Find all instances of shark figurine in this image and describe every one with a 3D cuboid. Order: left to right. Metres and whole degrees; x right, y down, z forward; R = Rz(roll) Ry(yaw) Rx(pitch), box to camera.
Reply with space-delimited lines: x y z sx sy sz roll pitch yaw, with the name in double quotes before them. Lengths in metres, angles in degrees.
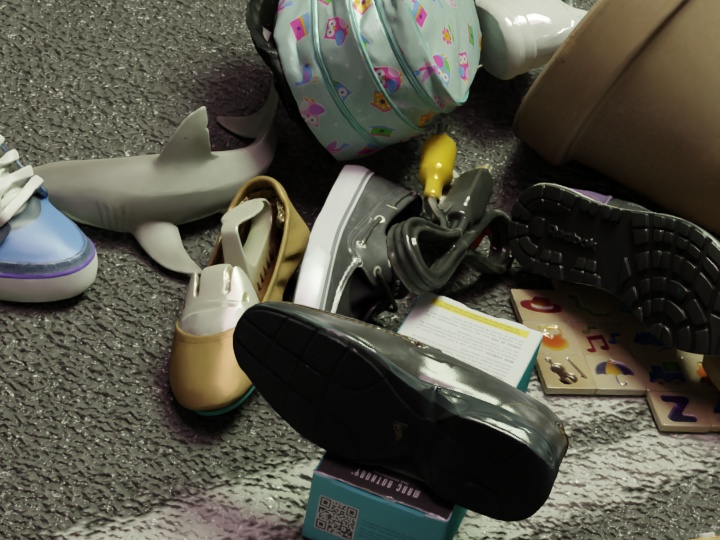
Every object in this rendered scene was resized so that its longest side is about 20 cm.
"shark figurine" -0.100 -0.079 1.799 0.214 0.090 0.128 -26 50 -39

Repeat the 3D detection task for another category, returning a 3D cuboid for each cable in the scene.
"cable" 0.051 -0.018 1.765 0.050 0.098 0.200 -15 19 24

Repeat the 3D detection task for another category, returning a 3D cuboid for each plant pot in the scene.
"plant pot" 0.228 -0.113 1.888 0.175 0.200 0.200 43 42 8

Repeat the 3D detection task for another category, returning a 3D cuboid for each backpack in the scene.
"backpack" 0.009 -0.164 1.852 0.167 0.126 0.200 53 26 -19

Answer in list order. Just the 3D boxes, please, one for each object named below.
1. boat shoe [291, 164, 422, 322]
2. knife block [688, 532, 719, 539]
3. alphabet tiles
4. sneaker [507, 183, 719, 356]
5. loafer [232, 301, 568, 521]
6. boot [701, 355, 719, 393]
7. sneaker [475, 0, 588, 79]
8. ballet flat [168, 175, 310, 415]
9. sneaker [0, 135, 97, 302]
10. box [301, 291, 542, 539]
"boat shoe" 0.000 0.000 1.747 0.066 0.070 0.200 14 28 4
"knife block" 0.220 0.228 1.519 0.064 0.177 0.200 -4 -6 -24
"alphabet tiles" 0.200 0.047 1.792 0.199 0.008 0.168 2 38 -15
"sneaker" 0.194 -0.007 1.775 0.200 0.076 0.087 30 19 39
"loafer" 0.023 0.071 1.571 0.199 0.073 0.072 29 29 7
"boot" 0.305 0.043 1.771 0.199 0.074 0.075 -13 33 -28
"sneaker" 0.105 -0.191 1.999 0.088 0.076 0.200 -16 31 -15
"ballet flat" -0.080 0.010 1.700 0.068 0.063 0.200 -8 30 16
"sneaker" -0.244 -0.077 1.699 0.199 0.147 0.081 23 37 14
"box" 0.039 0.093 1.640 0.082 0.049 0.200 20 36 10
